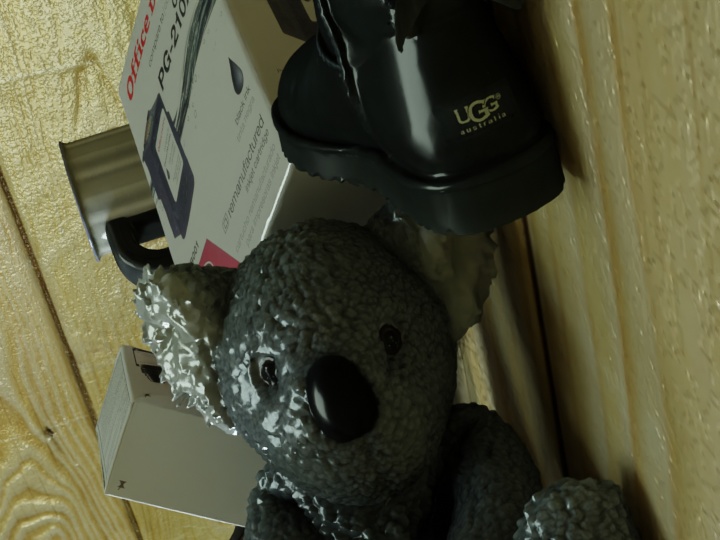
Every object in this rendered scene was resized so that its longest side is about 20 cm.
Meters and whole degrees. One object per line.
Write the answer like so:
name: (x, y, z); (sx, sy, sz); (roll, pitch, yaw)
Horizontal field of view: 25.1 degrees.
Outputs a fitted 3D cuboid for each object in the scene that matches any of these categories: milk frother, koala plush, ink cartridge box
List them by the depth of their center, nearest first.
koala plush: (0.001, 0.070, 0.645); (0.184, 0.177, 0.201); (-23, -89, -85)
ink cartridge box: (-0.044, -0.071, 0.771); (0.145, 0.084, 0.200); (114, 145, -42)
milk frother: (-0.168, -0.107, 1.427); (0.181, 0.187, 0.201); (-118, 12, -52)

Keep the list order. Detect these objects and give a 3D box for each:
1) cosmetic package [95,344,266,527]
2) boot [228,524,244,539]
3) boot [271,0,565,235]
cosmetic package: (-0.020, 0.091, 0.758); (0.083, 0.199, 0.051); (-125, 52, -69)
boot: (0.012, 0.150, 0.795); (0.199, 0.188, 0.069); (4, 109, 36)
boot: (0.000, -0.110, 0.554); (0.198, 0.073, 0.163); (38, 149, 65)
